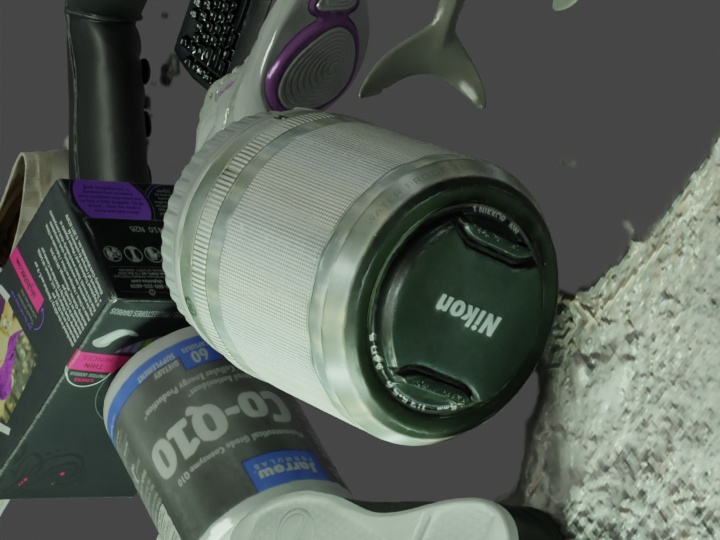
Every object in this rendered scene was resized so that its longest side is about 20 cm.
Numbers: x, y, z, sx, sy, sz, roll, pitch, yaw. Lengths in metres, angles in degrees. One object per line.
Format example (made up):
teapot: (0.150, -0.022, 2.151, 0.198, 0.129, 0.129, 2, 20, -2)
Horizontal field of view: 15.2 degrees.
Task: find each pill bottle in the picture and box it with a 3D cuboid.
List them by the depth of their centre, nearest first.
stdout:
pill bottle: (-0.069, 0.137, 1.631, 0.114, 0.114, 0.200, -59, 46, 31)

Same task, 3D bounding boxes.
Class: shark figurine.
shark figurine: (0.073, -0.184, 1.497, 0.214, 0.089, 0.129, -32, 61, 45)

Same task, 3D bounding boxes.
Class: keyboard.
keyboard: (-0.087, -0.218, 1.745, 0.104, 0.040, 0.200, 42, 119, 45)

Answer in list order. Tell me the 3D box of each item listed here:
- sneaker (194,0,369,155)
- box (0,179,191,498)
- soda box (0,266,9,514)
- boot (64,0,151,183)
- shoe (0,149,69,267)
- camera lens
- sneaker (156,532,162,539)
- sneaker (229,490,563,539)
sneaker: (-0.062, -0.112, 1.672, 0.100, 0.075, 0.200, 47, 123, 42)
box: (-0.171, 0.048, 1.751, 0.200, 0.122, 0.106, -55, 48, 35)
soda box: (-0.256, 0.091, 1.916, 0.200, 0.068, 0.064, -56, 47, 33)
boot: (-0.162, -0.126, 1.792, 0.165, 0.065, 0.201, 145, 128, -74)
shoe: (-0.252, -0.011, 1.930, 0.200, 0.053, 0.070, -59, 45, 31)
camera lens: (0.000, 0.000, 1.513, 0.200, 0.160, 0.161, 22, 104, 51)
sneaker: (-0.081, 0.252, 1.683, 0.200, 0.075, 0.116, 53, 133, 53)
sneaker: (0.025, 0.163, 1.505, 0.200, 0.099, 0.071, -6, 73, 36)
